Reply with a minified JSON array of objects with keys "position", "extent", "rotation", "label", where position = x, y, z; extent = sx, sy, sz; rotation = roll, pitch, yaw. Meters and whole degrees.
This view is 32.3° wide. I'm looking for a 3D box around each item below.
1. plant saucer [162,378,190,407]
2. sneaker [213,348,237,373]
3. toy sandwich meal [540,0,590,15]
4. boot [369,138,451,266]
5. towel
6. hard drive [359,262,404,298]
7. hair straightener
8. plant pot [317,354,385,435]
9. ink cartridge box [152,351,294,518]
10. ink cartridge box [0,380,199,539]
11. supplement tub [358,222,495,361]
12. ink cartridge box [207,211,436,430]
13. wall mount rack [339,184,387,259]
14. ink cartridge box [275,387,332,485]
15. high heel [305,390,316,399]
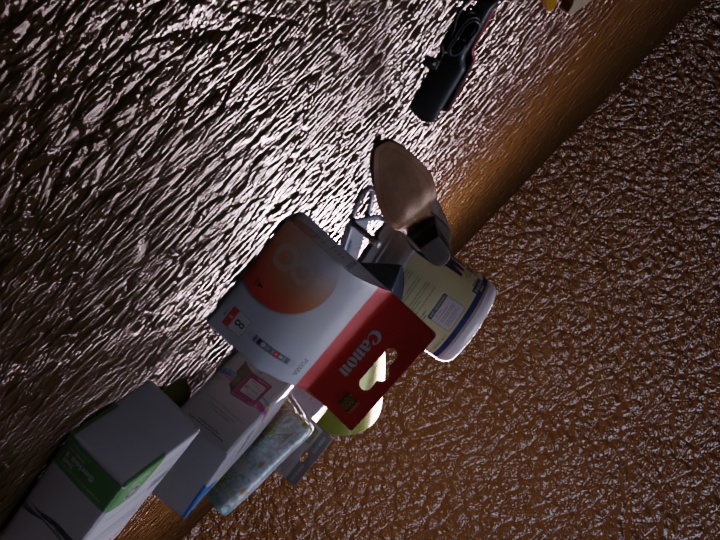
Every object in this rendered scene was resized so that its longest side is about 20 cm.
[{"position":[-0.275,0.215,1.524],"extent":[0.200,0.031,0.200],"rotation":[-46,174,-6],"label":"plant saucer"},{"position":[-0.141,0.127,1.655],"extent":[0.073,0.077,0.200],"rotation":[-43,174,-40],"label":"sneaker"},{"position":[0.243,-0.349,1.292],"extent":[0.205,0.070,0.205],"rotation":[-46,173,-7],"label":"toy sandwich meal"},{"position":[0.052,-0.096,1.485],"extent":[0.070,0.200,0.146],"rotation":[-25,-150,3],"label":"boot"},{"position":[-0.165,0.221,1.719],"extent":[0.171,0.048,0.200],"rotation":[-47,-143,4],"label":"towel"},{"position":[-0.008,0.037,1.720],"extent":[0.200,0.135,0.042],"rotation":[95,-2,-71],"label":"hard drive"},{"position":[0.101,-0.223,1.271],"extent":[0.077,0.041,0.200],"rotation":[-41,171,-43],"label":"hair straightener"},{"position":[-0.031,0.159,2.216],"extent":[0.187,0.187,0.200],"rotation":[-40,156,-44],"label":"plant pot"},{"position":[-0.171,0.189,1.544],"extent":[0.145,0.085,0.200],"rotation":[-55,173,37],"label":"ink cartridge box"},{"position":[-0.284,0.233,1.337],"extent":[0.200,0.084,0.146],"rotation":[-50,172,30],"label":"ink cartridge box"},{"position":[0.087,0.029,1.878],"extent":[0.145,0.200,0.145],"rotation":[-56,-176,6],"label":"supplement tub"},{"position":[-0.045,0.062,1.332],"extent":[0.162,0.200,0.050],"rotation":[-50,172,23],"label":"ink cartridge box"},{"position":[0.000,0.000,1.533],"extent":[0.174,0.074,0.200],"rotation":[-22,131,-70],"label":"wall mount rack"},{"position":[-0.113,0.218,1.933],"extent":[0.084,0.176,0.200],"rotation":[-42,172,-36],"label":"ink cartridge box"},{"position":[-0.060,0.111,1.699],"extent":[0.096,0.067,0.200],"rotation":[-39,-146,-16],"label":"high heel"}]
